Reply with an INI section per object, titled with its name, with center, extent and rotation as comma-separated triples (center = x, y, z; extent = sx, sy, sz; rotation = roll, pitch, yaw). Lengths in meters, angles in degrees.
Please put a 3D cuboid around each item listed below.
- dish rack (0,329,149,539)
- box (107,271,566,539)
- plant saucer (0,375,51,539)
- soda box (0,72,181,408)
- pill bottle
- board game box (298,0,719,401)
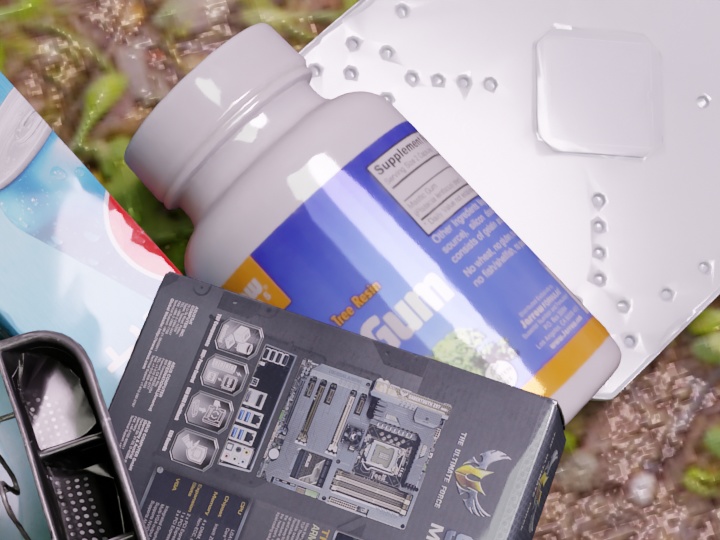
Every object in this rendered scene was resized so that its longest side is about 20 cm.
[dish rack]
center = -0.164, 0.124, 0.716
extent = 0.199, 0.055, 0.154
rotation = -19, 70, -3
[box]
center = -0.032, 0.118, 0.756
extent = 0.157, 0.051, 0.201
rotation = 17, 77, 15
[plant saucer]
center = -0.207, 0.094, 0.785
extent = 0.199, 0.027, 0.201
rotation = 6, 65, -12
[soda box]
center = -0.114, 0.012, 0.853
extent = 0.068, 0.064, 0.200
rotation = -41, 87, -18
[pill bottle]
center = 0.000, 0.000, 0.853
extent = 0.112, 0.112, 0.200
rotation = -43, 87, -18
[board game box]
center = 0.102, -0.075, 0.938
extent = 0.200, 0.026, 0.200
rotation = -42, 87, -18
